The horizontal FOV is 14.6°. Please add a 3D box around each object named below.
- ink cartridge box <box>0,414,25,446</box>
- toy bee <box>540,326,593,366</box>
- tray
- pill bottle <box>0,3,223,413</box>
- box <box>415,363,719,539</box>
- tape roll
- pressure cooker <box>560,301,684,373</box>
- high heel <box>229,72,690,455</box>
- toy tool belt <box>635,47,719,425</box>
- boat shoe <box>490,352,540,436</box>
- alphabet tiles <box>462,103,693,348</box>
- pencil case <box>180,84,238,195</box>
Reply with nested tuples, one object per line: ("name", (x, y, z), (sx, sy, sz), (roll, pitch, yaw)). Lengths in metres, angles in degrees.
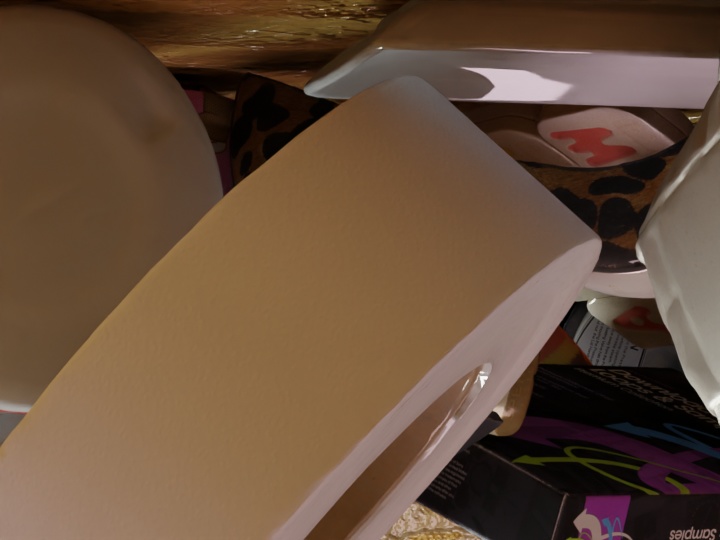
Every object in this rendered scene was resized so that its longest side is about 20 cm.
("ink cartridge box", (-0.097, 0.150, 1.075), (0.144, 0.147, 0.200), (-22, 150, -22))
("toy bee", (0.026, 0.008, 1.167), (0.199, 0.131, 0.109), (23, 151, 17))
("tray", (0.090, -0.063, 0.798), (0.199, 0.022, 0.107), (1, 175, -13))
("pill bottle", (-0.131, -0.012, 0.856), (0.113, 0.114, 0.200), (2, 176, -27))
("box", (0.095, 0.070, 1.043), (0.200, 0.036, 0.143), (5, -166, -42))
("tape roll", (-0.024, 0.043, 0.779), (0.071, 0.203, 0.202), (41, -176, 10))
("pressure cooker", (0.172, 0.051, 1.244), (0.178, 0.176, 0.200), (-26, 180, 15))
("high heel", (0.060, -0.049, 0.897), (0.200, 0.143, 0.071), (-34, 165, 1))
("toy tool belt", (0.151, -0.030, 0.685), (0.122, 0.125, 0.200), (-17, 161, -18))
("boat shoe", (0.000, 0.000, 1.004), (0.066, 0.074, 0.200), (6, -167, -22))
("alphabet tiles", (0.128, -0.007, 1.010), (0.200, 0.015, 0.195), (33, 155, -31))
("pencil case", (-0.071, 0.038, 0.943), (0.082, 0.201, 0.087), (-1, 170, 7))
